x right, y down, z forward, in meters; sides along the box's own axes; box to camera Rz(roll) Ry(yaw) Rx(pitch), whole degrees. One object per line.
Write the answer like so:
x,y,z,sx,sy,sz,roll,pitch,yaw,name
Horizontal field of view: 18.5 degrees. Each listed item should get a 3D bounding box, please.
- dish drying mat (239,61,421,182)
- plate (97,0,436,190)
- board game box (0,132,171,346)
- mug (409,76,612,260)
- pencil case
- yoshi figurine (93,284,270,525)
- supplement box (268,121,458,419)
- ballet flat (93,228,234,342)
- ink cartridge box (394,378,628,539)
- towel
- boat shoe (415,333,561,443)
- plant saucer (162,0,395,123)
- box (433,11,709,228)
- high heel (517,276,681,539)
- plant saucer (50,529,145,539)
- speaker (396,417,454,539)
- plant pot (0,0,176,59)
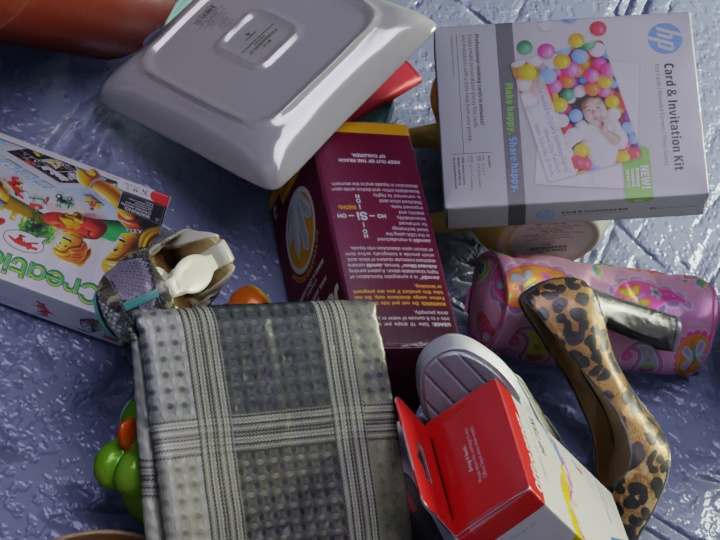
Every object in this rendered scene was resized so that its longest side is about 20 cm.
-0.042,-0.138,1.756,0.200,0.018,0.077,-32,74,-37,dish drying mat
-0.076,-0.169,1.694,0.199,0.032,0.200,28,63,33,plate
-0.250,-0.034,1.628,0.199,0.035,0.127,20,52,-9,board game box
0.125,-0.080,1.769,0.149,0.186,0.154,24,47,-42,mug
0.183,0.035,1.738,0.199,0.088,0.088,5,55,-21,pencil case
-0.111,0.108,1.557,0.112,0.112,0.200,54,52,-8,yoshi figurine
0.000,0.000,1.663,0.085,0.111,0.201,1,57,-22,supplement box
-0.126,0.005,1.577,0.072,0.072,0.200,36,17,4,ballet flat
0.113,0.161,1.546,0.200,0.067,0.117,44,19,-36,ink cartridge box
-0.061,0.121,1.502,0.191,0.034,0.202,-2,78,-29,towel
0.095,0.106,1.616,0.200,0.072,0.062,53,15,-39,boat shoe
-0.070,-0.155,1.789,0.199,0.036,0.201,11,53,-15,plant saucer
0.158,-0.114,1.677,0.198,0.041,0.157,-2,67,1,box
0.164,0.110,1.654,0.142,0.071,0.202,16,76,-27,high heel
-0.162,0.269,1.455,0.199,0.036,0.201,12,53,-16,plant saucer
0.057,0.206,1.563,0.081,0.081,0.201,-15,65,-30,speaker
-0.248,-0.252,1.664,0.195,0.200,0.202,12,48,-50,plant pot
